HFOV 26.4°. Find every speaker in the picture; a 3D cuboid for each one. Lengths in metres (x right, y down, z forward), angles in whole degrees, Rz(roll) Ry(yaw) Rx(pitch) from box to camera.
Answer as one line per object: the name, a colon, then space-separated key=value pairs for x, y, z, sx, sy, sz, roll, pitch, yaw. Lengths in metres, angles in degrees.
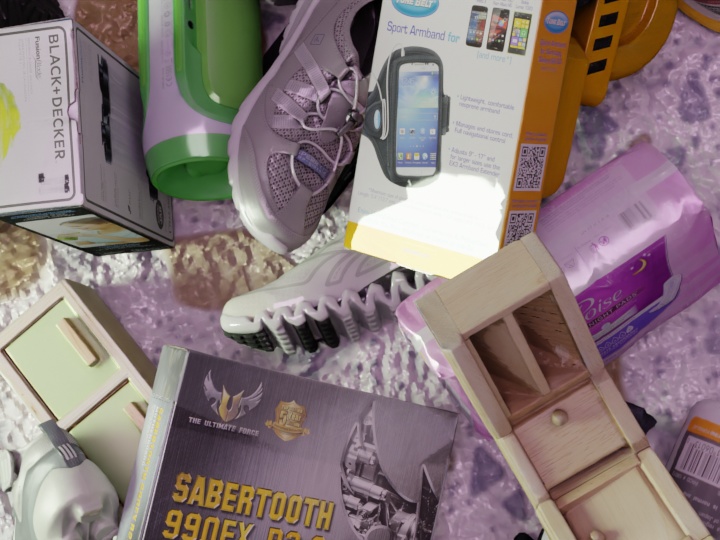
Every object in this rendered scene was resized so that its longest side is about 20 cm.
speaker: x=-0.107 y=-0.152 z=1.035 sx=0.088 sy=0.088 sz=0.201 roll=-6 pitch=70 yaw=6

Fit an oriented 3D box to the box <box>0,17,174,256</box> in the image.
box: x=-0.178 y=-0.079 z=0.992 sx=0.060 sy=0.200 sz=0.117 roll=-6 pitch=84 yaw=8

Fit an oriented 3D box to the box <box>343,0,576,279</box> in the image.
box: x=0.059 y=-0.097 z=0.918 sx=0.119 sy=0.041 sz=0.201 roll=18 pitch=101 yaw=39

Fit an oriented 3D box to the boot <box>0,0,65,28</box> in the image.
boot: x=-0.287 y=-0.106 z=1.072 sx=0.158 sy=0.079 sz=0.211 roll=-29 pitch=45 yaw=33

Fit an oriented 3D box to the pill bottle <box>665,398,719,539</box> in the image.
pill bottle: x=0.224 y=0.190 z=0.954 sx=0.116 sy=0.116 sz=0.200 roll=23 pitch=87 yaw=9

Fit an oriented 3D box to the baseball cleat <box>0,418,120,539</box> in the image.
baseball cleat: x=-0.201 y=0.178 z=1.008 sx=0.107 sy=0.070 sz=0.200 roll=53 pitch=137 yaw=34

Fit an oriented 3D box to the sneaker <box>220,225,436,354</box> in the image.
sneaker: x=0.000 y=0.000 z=1.030 sx=0.200 sy=0.075 sz=0.081 roll=-16 pitch=72 yaw=-5

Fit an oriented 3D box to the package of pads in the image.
package of pads: x=0.129 y=0.015 z=0.978 sx=0.200 sy=0.121 sz=0.076 roll=-35 pitch=59 yaw=2

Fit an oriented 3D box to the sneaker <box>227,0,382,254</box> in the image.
sneaker: x=-0.023 y=-0.106 z=0.974 sx=0.082 sy=0.075 sz=0.200 roll=-4 pitch=64 yaw=46

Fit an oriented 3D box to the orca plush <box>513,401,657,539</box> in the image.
orca plush: x=0.122 y=0.174 z=0.993 sx=0.071 sy=0.105 sz=0.201 roll=9 pitch=87 yaw=39

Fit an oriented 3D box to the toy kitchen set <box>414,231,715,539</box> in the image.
toy kitchen set: x=0.094 y=0.133 z=0.855 sx=0.163 sy=0.181 sz=0.200 roll=-31 pitch=48 yaw=1

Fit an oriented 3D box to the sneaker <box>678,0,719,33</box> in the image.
sneaker: x=0.195 y=-0.237 z=1.023 sx=0.200 sy=0.082 sz=0.078 roll=31 pitch=88 yaw=10

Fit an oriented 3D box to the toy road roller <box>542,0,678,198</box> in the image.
toy road roller: x=0.120 y=-0.140 z=0.996 sx=0.146 sy=0.123 sz=0.200 roll=4 pitch=104 yaw=-35

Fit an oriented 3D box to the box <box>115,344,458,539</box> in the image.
box: x=-0.046 y=0.145 z=0.976 sx=0.200 sy=0.048 sz=0.159 roll=16 pitch=85 yaw=-26

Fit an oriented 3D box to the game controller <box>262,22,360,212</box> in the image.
game controller: x=-0.018 y=-0.131 z=1.066 sx=0.104 sy=0.042 sz=0.200 roll=37 pitch=89 yaw=24

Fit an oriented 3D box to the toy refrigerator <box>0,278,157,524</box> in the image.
toy refrigerator: x=-0.159 y=0.107 z=1.035 sx=0.076 sy=0.070 sz=0.200 roll=-40 pitch=80 yaw=2

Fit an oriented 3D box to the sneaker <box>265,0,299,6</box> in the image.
sneaker: x=-0.032 y=-0.261 z=1.050 sx=0.086 sy=0.080 sz=0.200 roll=27 pitch=58 yaw=22
